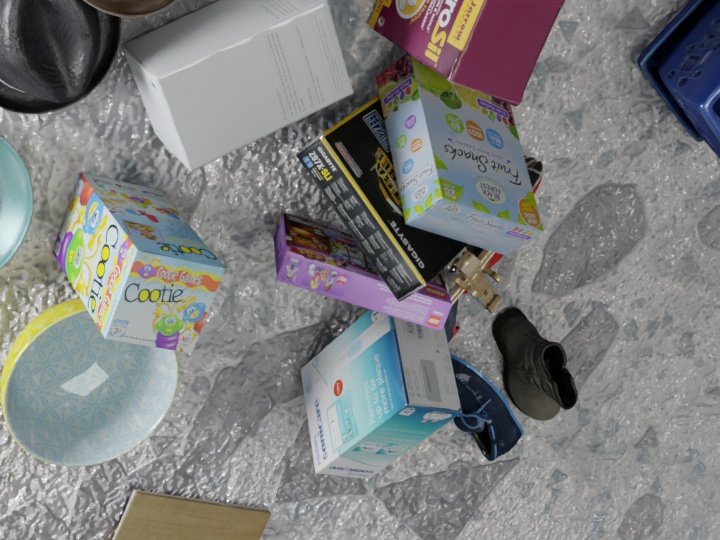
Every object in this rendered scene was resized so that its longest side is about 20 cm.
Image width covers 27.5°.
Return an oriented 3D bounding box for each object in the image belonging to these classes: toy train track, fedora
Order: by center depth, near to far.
[{"bbox_3d":[-0.316,-0.237,1.458,0.200,0.092,0.201,-13,121,-22],"label":"fedora"},{"bbox_3d":[0.150,0.021,1.769,0.115,0.033,0.200,-51,160,-3],"label":"toy train track"}]

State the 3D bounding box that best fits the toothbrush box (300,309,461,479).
[{"bbox_3d":[0.020,0.143,1.766,0.085,0.147,0.200,11,145,-32],"label":"toothbrush box"}]

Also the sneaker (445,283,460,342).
[{"bbox_3d":[0.083,0.006,1.833,0.084,0.075,0.201,-29,123,-39],"label":"sneaker"}]

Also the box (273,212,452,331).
[{"bbox_3d":[0.000,0.000,1.693,0.199,0.137,0.039,18,109,-12],"label":"box"}]

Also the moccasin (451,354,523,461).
[{"bbox_3d":[0.157,0.190,1.956,0.068,0.080,0.200,-48,127,-12],"label":"moccasin"}]

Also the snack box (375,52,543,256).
[{"bbox_3d":[0.113,-0.131,1.677,0.168,0.201,0.068,15,144,-40],"label":"snack box"}]

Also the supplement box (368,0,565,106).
[{"bbox_3d":[0.112,-0.281,1.602,0.103,0.200,0.131,13,108,-34],"label":"supplement box"}]

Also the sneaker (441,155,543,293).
[{"bbox_3d":[0.159,-0.058,1.821,0.200,0.077,0.085,-53,149,-18],"label":"sneaker"}]

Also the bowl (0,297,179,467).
[{"bbox_3d":[-0.311,0.106,1.638,0.199,0.108,0.201,-13,121,-22],"label":"bowl"}]

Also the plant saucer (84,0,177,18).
[{"bbox_3d":[-0.238,-0.346,1.438,0.200,0.032,0.201,0,90,-44],"label":"plant saucer"}]

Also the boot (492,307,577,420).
[{"bbox_3d":[0.243,0.152,1.952,0.068,0.131,0.200,-32,126,-9],"label":"boot"}]

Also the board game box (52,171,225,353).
[{"bbox_3d":[-0.238,-0.010,1.557,0.105,0.200,0.103,12,109,-33],"label":"board game box"}]

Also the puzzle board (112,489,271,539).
[{"bbox_3d":[-0.228,0.355,1.879,0.199,0.017,0.151,15,109,-33],"label":"puzzle board"}]

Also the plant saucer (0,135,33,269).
[{"bbox_3d":[-0.440,-0.069,1.518,0.199,0.036,0.201,-13,120,-22],"label":"plant saucer"}]

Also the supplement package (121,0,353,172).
[{"bbox_3d":[-0.130,-0.213,1.559,0.200,0.117,0.117,-27,126,-14],"label":"supplement package"}]

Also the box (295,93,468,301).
[{"bbox_3d":[0.034,-0.085,1.650,0.049,0.160,0.200,-32,95,33],"label":"box"}]

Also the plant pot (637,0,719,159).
[{"bbox_3d":[0.477,-0.246,1.834,0.200,0.180,0.200,-47,128,2],"label":"plant pot"}]
